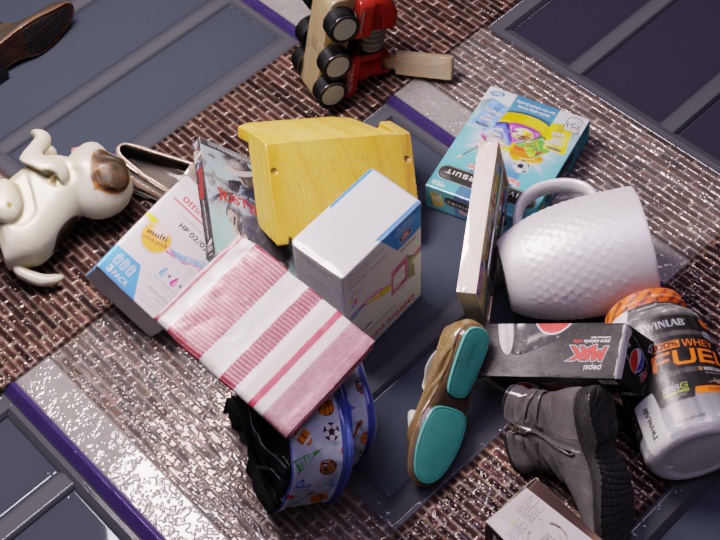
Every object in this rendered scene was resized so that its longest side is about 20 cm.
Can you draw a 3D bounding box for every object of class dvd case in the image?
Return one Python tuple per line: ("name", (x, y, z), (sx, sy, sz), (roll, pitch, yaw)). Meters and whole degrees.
("dvd case", (-0.146, -0.072, 1.706), (0.146, 0.022, 0.200), (22, 40, -36))

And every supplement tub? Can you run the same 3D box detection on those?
("supplement tub", (0.356, 0.127, 1.509), (0.122, 0.123, 0.200), (-12, 54, -4))

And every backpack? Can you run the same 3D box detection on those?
("backpack", (-0.068, 0.171, 1.487), (0.154, 0.200, 0.191), (-2, 56, -13))

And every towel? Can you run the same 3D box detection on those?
("towel", (-0.104, 0.068, 1.422), (0.200, 0.023, 0.144), (39, 68, 14))

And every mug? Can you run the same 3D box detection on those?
("mug", (0.257, -0.033, 1.622), (0.175, 0.148, 0.200), (-13, 54, 4))

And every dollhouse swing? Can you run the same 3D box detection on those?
("dollhouse swing", (-0.055, -0.119, 1.746), (0.200, 0.176, 0.182), (-8, 92, -23))

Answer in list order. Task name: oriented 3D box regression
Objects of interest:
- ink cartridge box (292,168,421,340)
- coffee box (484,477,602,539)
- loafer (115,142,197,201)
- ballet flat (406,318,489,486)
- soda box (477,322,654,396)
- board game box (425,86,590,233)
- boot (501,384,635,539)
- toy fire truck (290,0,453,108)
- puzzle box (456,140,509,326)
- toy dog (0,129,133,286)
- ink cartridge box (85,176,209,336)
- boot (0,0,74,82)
("ink cartridge box", (0.000, 0.000, 1.588), (0.085, 0.200, 0.145), (36, 64, 22))
("coffee box", (0.224, 0.329, 1.377), (0.080, 0.113, 0.200), (-36, 59, -20))
("loafer", (-0.246, -0.121, 1.781), (0.200, 0.063, 0.072), (17, 58, 17))
("ballet flat", (0.091, 0.151, 1.538), (0.072, 0.068, 0.200), (9, 81, 60))
("soda box", (0.230, 0.101, 1.508), (0.200, 0.063, 0.071), (-3, 66, 44))
("board game box", (0.199, -0.146, 1.771), (0.151, 0.047, 0.200), (22, 58, 20))
("boot", (0.229, 0.224, 1.477), (0.132, 0.070, 0.200), (-9, 86, 43))
("toy fire truck", (0.024, -0.323, 1.850), (0.200, 0.176, 0.129), (-16, 52, -25))
("puzzle box", (0.152, -0.043, 1.615), (0.025, 0.133, 0.200), (5, 71, 15))
("toy dog", (-0.398, -0.096, 1.735), (0.200, 0.140, 0.194), (-28, 69, -15))
("ink cartridge box", (-0.236, -0.028, 1.679), (0.115, 0.068, 0.200), (44, 63, -8))
("boot", (-0.530, -0.358, 1.976), (0.097, 0.075, 0.200), (37, 66, 24))
